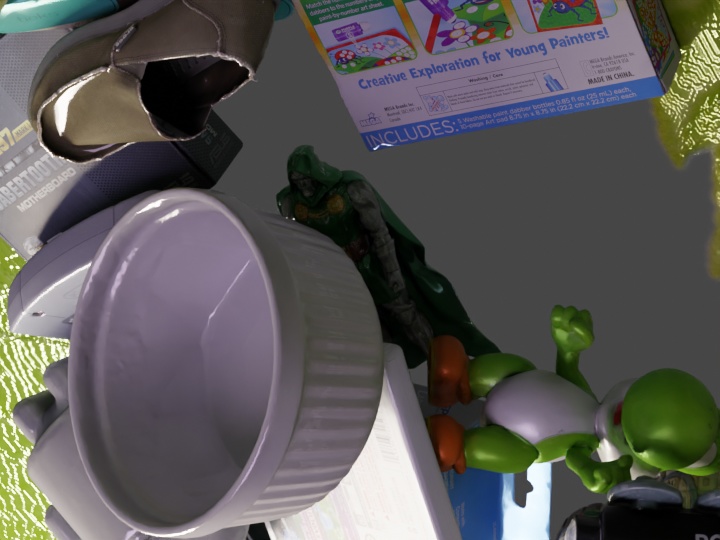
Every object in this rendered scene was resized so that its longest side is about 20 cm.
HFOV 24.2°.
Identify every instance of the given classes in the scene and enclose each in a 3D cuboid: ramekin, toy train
[{"bbox_3d":[-0.076,0.057,0.998,0.104,0.203,0.199,7,156,-43],"label":"ramekin"},{"bbox_3d":[0.218,0.182,1.015,0.197,0.086,0.114,4,149,-1],"label":"toy train"}]

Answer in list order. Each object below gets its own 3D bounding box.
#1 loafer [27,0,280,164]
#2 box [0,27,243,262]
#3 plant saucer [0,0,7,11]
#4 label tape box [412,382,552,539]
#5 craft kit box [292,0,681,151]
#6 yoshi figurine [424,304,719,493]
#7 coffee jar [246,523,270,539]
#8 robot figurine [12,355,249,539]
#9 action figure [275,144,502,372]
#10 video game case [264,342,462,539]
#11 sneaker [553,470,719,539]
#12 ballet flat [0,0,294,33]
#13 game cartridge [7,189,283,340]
[{"bbox_3d":[-0.126,-0.108,0.972,0.075,0.070,0.199,25,141,-36],"label":"loafer"},{"bbox_3d":[-0.197,-0.089,1.121,0.199,0.051,0.158,-27,112,41],"label":"box"},{"bbox_3d":[-0.239,-0.199,0.971,0.031,0.202,0.199,15,153,-43],"label":"plant saucer"},{"bbox_3d":[0.035,0.153,1.205,0.198,0.066,0.144,14,133,20],"label":"label tape box"},{"bbox_3d":[0.049,-0.170,0.918,0.198,0.049,0.199,-7,128,33],"label":"craft kit box"},{"bbox_3d":[0.139,0.088,1.054,0.197,0.112,0.114,6,108,-1],"label":"yoshi figurine"},{"bbox_3d":[-0.124,0.206,1.311,0.200,0.104,0.085,46,166,-18],"label":"coffee jar"},{"bbox_3d":[-0.155,0.149,1.185,0.200,0.113,0.170,48,117,9],"label":"robot figurine"},{"bbox_3d":[0.000,0.000,1.090,0.117,0.055,0.201,-14,125,23],"label":"action figure"},{"bbox_3d":[-0.014,0.131,1.088,0.181,0.023,0.202,5,121,46],"label":"video game case"},{"bbox_3d":[0.215,0.188,1.146,0.087,0.075,0.199,35,146,-18],"label":"sneaker"},{"bbox_3d":[-0.133,-0.180,0.984,0.197,0.065,0.076,-1,161,1],"label":"ballet flat"},{"bbox_3d":[-0.149,0.001,1.136,0.132,0.041,0.199,6,156,-43],"label":"game cartridge"}]
